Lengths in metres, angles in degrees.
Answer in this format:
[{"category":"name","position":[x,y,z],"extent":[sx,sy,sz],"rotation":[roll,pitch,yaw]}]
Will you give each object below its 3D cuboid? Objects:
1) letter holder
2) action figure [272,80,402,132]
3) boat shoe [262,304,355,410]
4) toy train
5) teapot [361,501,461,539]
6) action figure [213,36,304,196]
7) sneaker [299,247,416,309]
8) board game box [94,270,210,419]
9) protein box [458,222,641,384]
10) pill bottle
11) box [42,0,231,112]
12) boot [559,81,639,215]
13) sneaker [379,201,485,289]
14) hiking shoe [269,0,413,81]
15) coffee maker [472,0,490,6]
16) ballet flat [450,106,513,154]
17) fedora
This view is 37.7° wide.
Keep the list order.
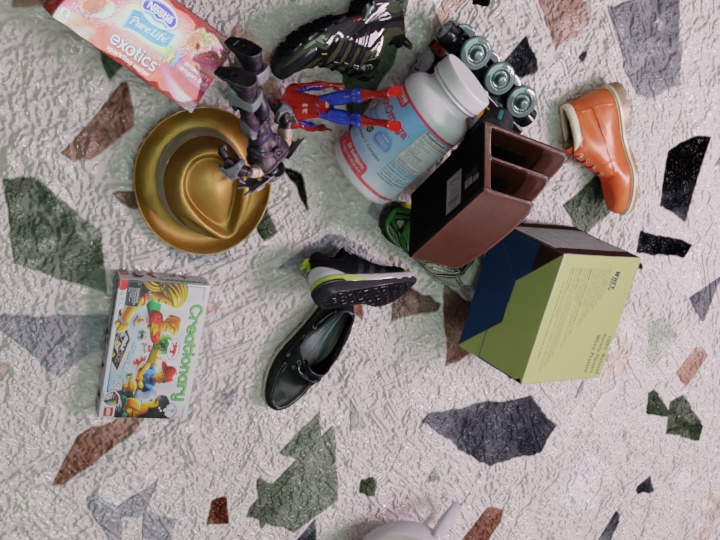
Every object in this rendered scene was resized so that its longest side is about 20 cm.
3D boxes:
[{"category":"letter holder","position":[0.170,-0.085,1.390],"extent":[0.140,0.200,0.102],"rotation":[15,60,-21]},{"category":"action figure","position":[-0.023,-0.209,1.356],"extent":[0.098,0.197,0.067],"rotation":[-12,106,-56]},{"category":"boat shoe","position":[-0.069,0.125,1.515],"extent":[0.074,0.066,0.200],"rotation":[37,93,-31]},{"category":"toy train","position":[0.159,-0.250,1.460],"extent":[0.114,0.085,0.199],"rotation":[-45,121,10]},{"category":"teapot","position":[0.076,0.483,1.682],"extent":[0.196,0.146,0.201],"rotation":[-9,89,10]},{"category":"action figure","position":[-0.127,-0.179,1.286],"extent":[0.202,0.068,0.131],"rotation":[80,31,-49]},{"category":"sneaker","position":[0.000,0.000,1.492],"extent":[0.198,0.084,0.072],"rotation":[0,148,-46]},{"category":"board game box","position":[-0.283,0.104,1.431],"extent":[0.124,0.035,0.203],"rotation":[4,108,-25]},{"category":"protein box","position":[0.281,0.046,1.567],"extent":[0.198,0.134,0.202],"rotation":[1,111,-43]},{"category":"pill bottle","position":[0.068,-0.188,1.390],"extent":[0.199,0.110,0.108],"rotation":[-39,123,22]},{"category":"box","position":[-0.261,-0.290,1.248],"extent":[0.199,0.095,0.103],"rotation":[34,93,-30]},{"category":"boot","position":[0.355,-0.170,1.585],"extent":[0.106,0.075,0.203],"rotation":[-19,108,-12]},{"category":"sneaker","position":[0.116,-0.022,1.527],"extent":[0.198,0.085,0.079],"rotation":[28,98,-30]},{"category":"hiking shoe","position":[-0.020,-0.282,1.368],"extent":[0.198,0.076,0.102],"rotation":[-30,116,-11]},{"category":"coffee maker","position":[0.068,-0.411,1.314],"extent":[0.197,0.135,0.195],"rotation":[-14,105,-11]},{"category":"ballet flat","position":[0.158,-0.156,1.440],"extent":[0.072,0.074,0.200],"rotation":[-8,156,-20]},{"category":"fedora","position":[-0.195,-0.106,1.358],"extent":[0.197,0.082,0.204],"rotation":[-9,114,-20]}]
